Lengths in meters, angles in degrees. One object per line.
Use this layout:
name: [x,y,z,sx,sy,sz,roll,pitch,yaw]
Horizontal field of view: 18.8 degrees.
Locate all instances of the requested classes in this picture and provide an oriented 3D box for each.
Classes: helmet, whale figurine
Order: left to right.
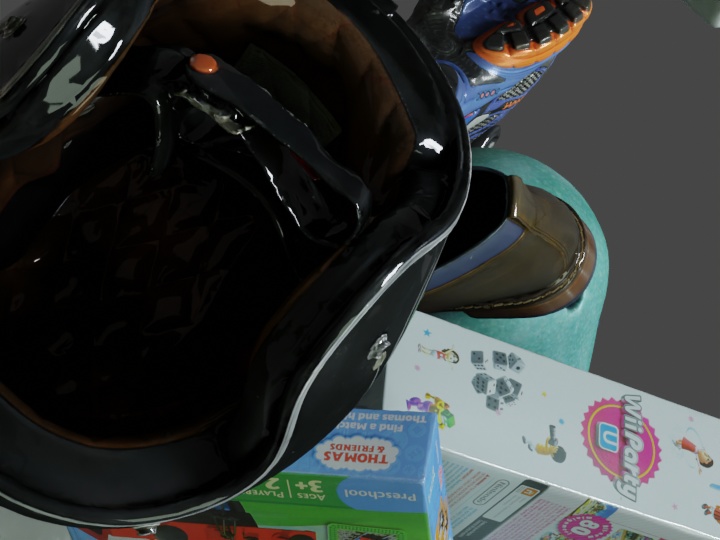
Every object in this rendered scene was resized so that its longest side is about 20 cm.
helmet: [-0.073,-0.009,0.756,0.200,0.200,0.191,-10,151,-50]
whale figurine: [0.070,0.041,1.019,0.159,0.104,0.200,-29,112,-38]

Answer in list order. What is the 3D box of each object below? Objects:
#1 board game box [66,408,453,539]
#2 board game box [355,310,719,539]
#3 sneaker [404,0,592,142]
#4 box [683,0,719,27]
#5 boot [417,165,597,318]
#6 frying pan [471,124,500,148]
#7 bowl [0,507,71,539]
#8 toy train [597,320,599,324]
board game box: [-0.036,0.124,0.895,0.200,0.151,0.037,79,17,-51]
board game box: [0.062,0.102,0.940,0.200,0.064,0.148,20,143,-22]
sneaker: [0.018,-0.069,0.935,0.200,0.075,0.078,-27,153,-29]
box: [0.149,-0.221,0.802,0.106,0.152,0.200,-23,148,-39]
boot: [-0.008,-0.008,0.915,0.200,0.075,0.097,-12,162,14]
frying pan: [-0.007,0.000,1.046,0.190,0.031,0.115,-60,161,9]
bowl: [-0.156,0.120,0.962,0.200,0.075,0.200,-18,145,-42]
toy train: [0.066,0.073,1.251,0.200,0.046,0.034,-42,155,-6]
